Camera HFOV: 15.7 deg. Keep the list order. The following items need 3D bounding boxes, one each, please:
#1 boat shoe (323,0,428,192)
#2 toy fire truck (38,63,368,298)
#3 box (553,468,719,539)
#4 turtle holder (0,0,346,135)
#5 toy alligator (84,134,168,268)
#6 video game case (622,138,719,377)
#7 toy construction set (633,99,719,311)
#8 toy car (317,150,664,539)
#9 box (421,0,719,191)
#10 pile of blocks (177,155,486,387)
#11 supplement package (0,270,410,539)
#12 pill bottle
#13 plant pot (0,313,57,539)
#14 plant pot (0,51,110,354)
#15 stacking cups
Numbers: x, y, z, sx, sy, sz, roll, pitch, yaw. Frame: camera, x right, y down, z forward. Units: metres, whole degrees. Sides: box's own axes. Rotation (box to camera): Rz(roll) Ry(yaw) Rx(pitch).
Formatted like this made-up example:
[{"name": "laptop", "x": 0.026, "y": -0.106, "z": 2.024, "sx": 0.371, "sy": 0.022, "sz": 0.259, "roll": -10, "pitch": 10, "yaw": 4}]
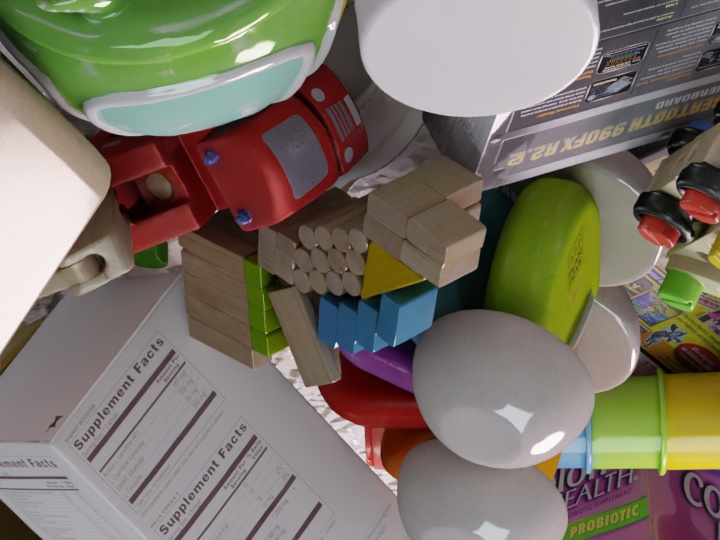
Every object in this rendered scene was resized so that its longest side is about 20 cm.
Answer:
[{"name": "boat shoe", "x": -0.022, "y": -0.077, "z": 1.162, "sx": 0.069, "sy": 0.071, "sz": 0.200, "roll": 15, "pitch": 142, "yaw": -23}, {"name": "toy fire truck", "x": -0.106, "y": -0.022, "z": 1.121, "sx": 0.200, "sy": 0.141, "sz": 0.049, "roll": -11, "pitch": 116, "yaw": 44}, {"name": "box", "x": 0.178, "y": 0.198, "z": 1.483, "sx": 0.097, "sy": 0.200, "sz": 0.176, "roll": -27, "pitch": 140, "yaw": 31}, {"name": "turtle holder", "x": -0.059, "y": -0.130, "z": 1.036, "sx": 0.185, "sy": 0.141, "sz": 0.132, "roll": -38, "pitch": 150, "yaw": -15}, {"name": "toy alligator", "x": -0.150, "y": -0.050, "z": 1.201, "sx": 0.054, "sy": 0.059, "sz": 0.200, "roll": -29, "pitch": 139, "yaw": 33}, {"name": "video game case", "x": 0.134, "y": 0.006, "z": 1.347, "sx": 0.180, "sy": 0.026, "sz": 0.200, "roll": -24, "pitch": 141, "yaw": 28}, {"name": "toy construction set", "x": 0.190, "y": -0.021, "z": 1.099, "sx": 0.131, "sy": 0.092, "sz": 0.200, "roll": 30, "pitch": 153, "yaw": -5}, {"name": "toy car", "x": 0.049, "y": 0.029, "z": 1.221, "sx": 0.150, "sy": 0.175, "sz": 0.200, "roll": 19, "pitch": 141, "yaw": 11}, {"name": "box", "x": 0.135, "y": -0.117, "z": 1.077, "sx": 0.199, "sy": 0.048, "sz": 0.159, "roll": -17, "pitch": 152, "yaw": -20}, {"name": "pile of blocks", "x": 0.000, "y": 0.000, "z": 1.130, "sx": 0.062, "sy": 0.082, "sz": 0.200, "roll": -26, "pitch": -169, "yaw": -36}, {"name": "supplement package", "x": -0.078, "y": 0.109, "z": 1.254, "sx": 0.200, "sy": 0.110, "sz": 0.114, "roll": 48, "pitch": 152, "yaw": -23}, {"name": "pill bottle", "x": 0.035, "y": -0.159, "z": 0.926, "sx": 0.111, "sy": 0.200, "sz": 0.111, "roll": -2, "pitch": 146, "yaw": -2}, {"name": "plant pot", "x": -0.151, "y": 0.113, "z": 1.361, "sx": 0.200, "sy": 0.201, "sz": 0.142, "roll": 19, "pitch": 170, "yaw": -31}, {"name": "plant pot", "x": -0.222, "y": -0.043, "z": 1.028, "sx": 0.177, "sy": 0.200, "sz": 0.200, "roll": 26, "pitch": 102, "yaw": -44}, {"name": "stacking cups", "x": 0.102, "y": 0.084, "z": 1.391, "sx": 0.199, "sy": 0.061, "sz": 0.061, "roll": -3, "pitch": 147, "yaw": 6}]
